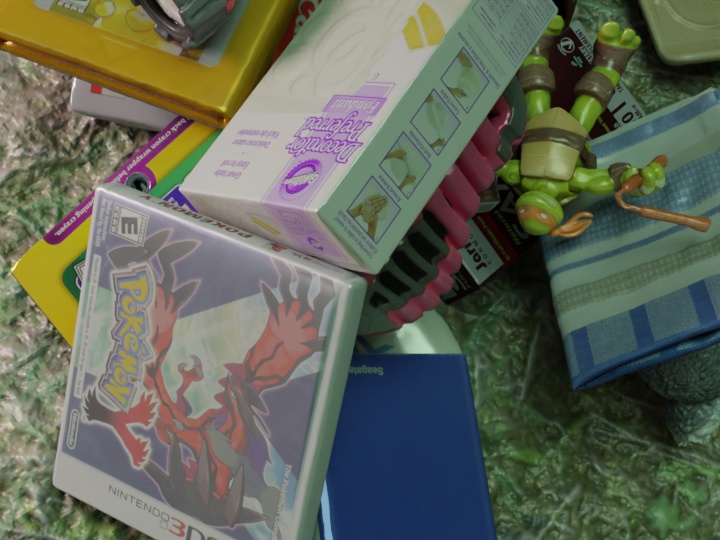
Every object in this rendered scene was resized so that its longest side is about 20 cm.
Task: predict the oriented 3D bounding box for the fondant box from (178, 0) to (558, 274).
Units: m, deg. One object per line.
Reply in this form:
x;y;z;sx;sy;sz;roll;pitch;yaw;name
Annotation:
0.003;-0.099;0.780;0.058;0.144;0.201;46;69;-34;fondant box

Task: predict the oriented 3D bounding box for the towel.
0.182;-0.025;0.840;0.146;0.024;0.201;-22;41;19;towel

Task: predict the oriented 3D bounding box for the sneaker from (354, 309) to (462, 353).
0.000;0.000;0.914;0.072;0.073;0.200;-33;76;-25;sneaker

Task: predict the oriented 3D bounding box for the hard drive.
0.026;0.150;0.817;0.131;0.025;0.202;3;71;-35;hard drive

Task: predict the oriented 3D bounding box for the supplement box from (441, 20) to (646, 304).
0.110;-0.080;0.965;0.200;0.061;0.109;-39;93;-23;supplement box

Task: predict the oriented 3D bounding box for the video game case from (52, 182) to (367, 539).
-0.095;0.070;0.780;0.181;0.201;0.023;21;19;25;video game case

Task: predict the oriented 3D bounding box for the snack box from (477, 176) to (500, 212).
0.041;-0.135;0.910;0.071;0.024;0.202;-6;76;-17;snack box

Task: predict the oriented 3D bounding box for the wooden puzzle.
0.300;-0.249;1.107;0.184;0.046;0.201;-8;62;-15;wooden puzzle

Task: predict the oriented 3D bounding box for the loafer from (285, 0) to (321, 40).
-0.017;-0.158;0.987;0.199;0.072;0.063;15;67;-7;loafer

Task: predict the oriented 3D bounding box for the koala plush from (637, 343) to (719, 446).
0.248;0.010;0.910;0.183;0.178;0.200;17;63;41;koala plush

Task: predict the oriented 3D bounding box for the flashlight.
-0.058;-0.225;0.835;0.068;0.068;0.200;40;72;16;flashlight

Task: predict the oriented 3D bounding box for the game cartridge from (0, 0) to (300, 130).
-0.123;-0.204;0.876;0.175;0.032;0.201;20;70;8;game cartridge

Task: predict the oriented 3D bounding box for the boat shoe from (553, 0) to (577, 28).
0.119;-0.245;0.995;0.072;0.200;0.068;-14;66;24;boat shoe

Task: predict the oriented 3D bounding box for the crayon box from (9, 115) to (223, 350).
-0.095;0.000;0.865;0.200;0.058;0.173;-42;77;-2;crayon box

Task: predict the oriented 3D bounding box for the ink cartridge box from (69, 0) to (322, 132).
-0.093;-0.172;0.935;0.198;0.050;0.164;11;93;7;ink cartridge box

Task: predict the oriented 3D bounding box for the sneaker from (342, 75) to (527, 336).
0.022;-0.048;0.811;0.095;0.079;0.201;11;59;38;sneaker

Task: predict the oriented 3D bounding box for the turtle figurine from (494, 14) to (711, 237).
0.135;-0.083;0.862;0.199;0.064;0.162;7;65;23;turtle figurine
